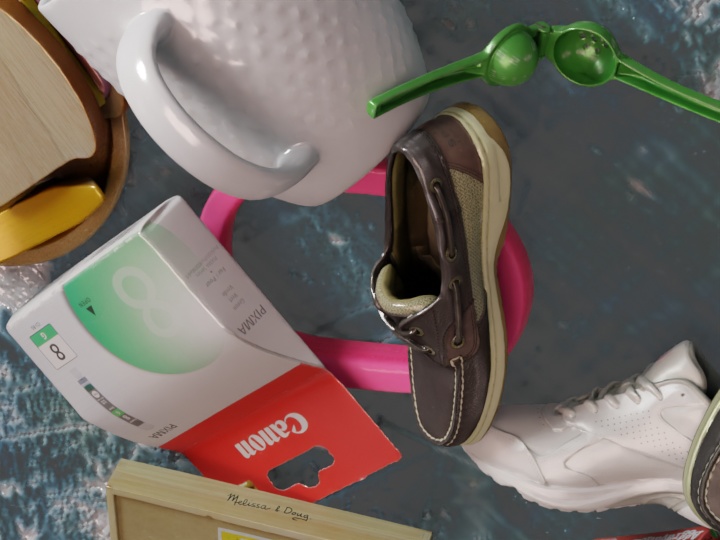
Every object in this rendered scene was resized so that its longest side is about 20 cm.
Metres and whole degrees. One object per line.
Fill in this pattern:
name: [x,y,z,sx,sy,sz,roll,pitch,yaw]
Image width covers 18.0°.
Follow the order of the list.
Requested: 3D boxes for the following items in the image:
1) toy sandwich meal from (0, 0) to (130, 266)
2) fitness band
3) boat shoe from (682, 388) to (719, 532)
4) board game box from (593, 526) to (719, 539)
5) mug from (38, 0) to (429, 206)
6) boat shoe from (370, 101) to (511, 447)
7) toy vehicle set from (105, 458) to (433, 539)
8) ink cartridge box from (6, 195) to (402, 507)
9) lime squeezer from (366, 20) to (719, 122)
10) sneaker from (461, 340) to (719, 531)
toy sandwich meal: [-0.219,-0.083,1.306,0.205,0.070,0.205,7,116,16]
fitness band: [0.000,0.000,1.289,0.200,0.037,0.144,5,116,18]
boat shoe: [0.244,0.059,1.181,0.072,0.066,0.201,42,97,-6]
board game box: [0.213,0.235,1.311,0.103,0.019,0.200,-17,110,54]
mug: [-0.061,-0.111,1.166,0.148,0.200,0.175,-36,107,31]
boat shoe: [0.036,0.008,1.209,0.073,0.065,0.200,33,131,49]
toy vehicle set: [-0.055,0.189,1.386,0.200,0.027,0.124,12,130,13]
ink cartridge box: [-0.095,0.069,1.323,0.200,0.050,0.161,51,137,-7]
lime squeezer: [0.096,-0.099,1.181,0.200,0.071,0.038,1,149,-12]
sneaker: [0.156,0.082,1.261,0.200,0.078,0.100,6,109,6]
